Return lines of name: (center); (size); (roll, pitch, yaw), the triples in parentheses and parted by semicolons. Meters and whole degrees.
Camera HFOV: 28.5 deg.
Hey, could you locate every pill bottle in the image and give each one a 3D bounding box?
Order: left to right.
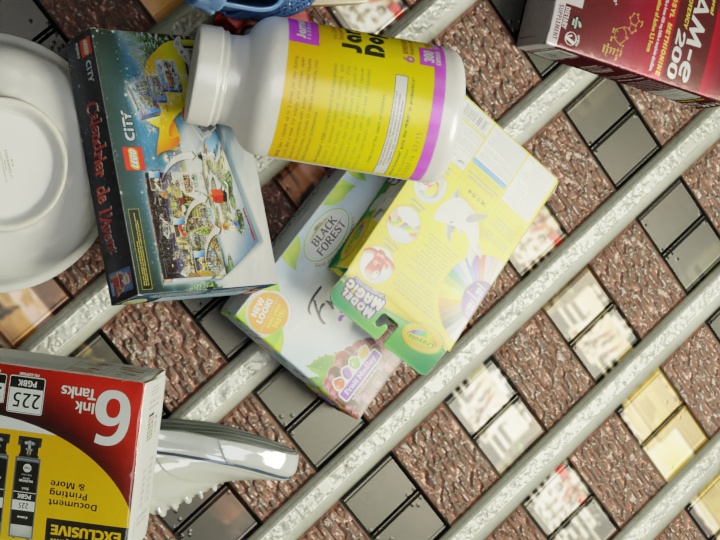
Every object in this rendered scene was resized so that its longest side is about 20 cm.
pill bottle: (-0.028, -0.131, 1.062); (0.198, 0.104, 0.105); (8, 92, -12)

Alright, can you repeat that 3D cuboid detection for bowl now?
bowl: (-0.271, -0.080, 1.054); (0.199, 0.090, 0.203); (-2, 94, -21)

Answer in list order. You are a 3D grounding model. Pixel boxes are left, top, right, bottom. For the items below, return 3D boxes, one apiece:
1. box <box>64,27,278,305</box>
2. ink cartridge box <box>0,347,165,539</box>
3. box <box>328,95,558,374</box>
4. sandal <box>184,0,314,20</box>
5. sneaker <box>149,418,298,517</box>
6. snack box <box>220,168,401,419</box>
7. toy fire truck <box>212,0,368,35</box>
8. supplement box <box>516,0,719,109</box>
box: (-0.142, -0.079, 1.077); (0.136, 0.038, 0.202); (-4, 80, -45)
ink cartridge box: (-0.256, 0.151, 1.046); (0.198, 0.084, 0.178); (7, 93, 2)
box: (0.062, -0.027, 1.152); (0.117, 0.048, 0.201); (39, 75, -19)
sandal: (-0.085, -0.212, 1.023); (0.199, 0.087, 0.080); (-4, 128, -58)
sneaker: (-0.150, 0.158, 1.134); (0.198, 0.073, 0.072); (8, 94, -11)
snack box: (0.000, 0.000, 1.182); (0.142, 0.053, 0.201); (41, 79, -18)
toy fire truck: (-0.041, -0.218, 1.151); (0.200, 0.049, 0.141); (43, 80, -18)
supplement box: (0.246, -0.222, 1.253); (0.198, 0.061, 0.110); (13, 89, -22)
